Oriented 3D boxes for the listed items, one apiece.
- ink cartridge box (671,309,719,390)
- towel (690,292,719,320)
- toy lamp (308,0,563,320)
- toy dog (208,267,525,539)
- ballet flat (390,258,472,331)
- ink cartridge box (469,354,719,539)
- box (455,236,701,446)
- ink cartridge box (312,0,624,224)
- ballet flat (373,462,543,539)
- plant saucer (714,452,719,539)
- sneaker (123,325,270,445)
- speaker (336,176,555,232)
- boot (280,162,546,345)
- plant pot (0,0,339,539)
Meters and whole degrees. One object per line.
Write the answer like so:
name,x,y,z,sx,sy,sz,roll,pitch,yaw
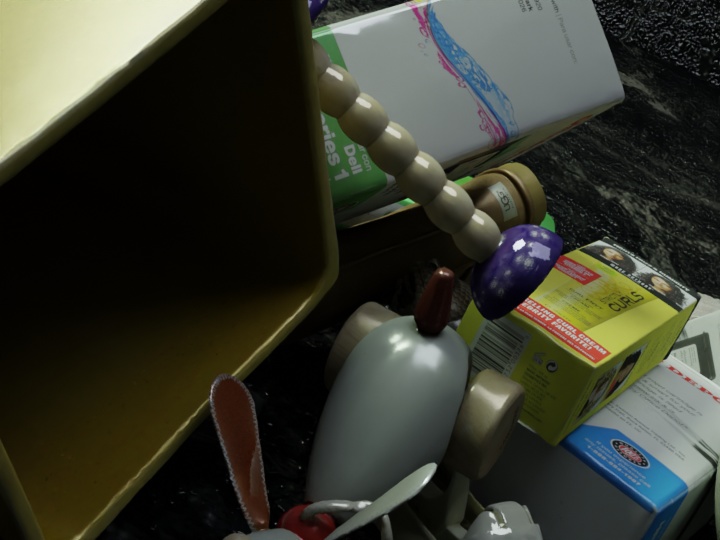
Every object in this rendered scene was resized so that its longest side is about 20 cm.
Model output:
ink cartridge box,0.249,0.077,0.894,0.115,0.199,0.068,12,66,-33
towel,0.214,0.024,1.038,0.131,0.035,0.200,17,8,13
toy lamp,0.005,-0.063,0.590,0.200,0.058,0.058,42,18,-10
toy dog,0.001,0.070,0.569,0.130,0.097,0.201,11,39,7
ballet flat,0.046,0.024,0.795,0.200,0.067,0.047,33,33,-81
ink cartridge box,0.128,0.099,0.763,0.145,0.085,0.199,36,23,25
box,0.119,0.031,0.721,0.075,0.051,0.199,34,24,21
ink cartridge box,0.018,-0.083,0.711,0.198,0.145,0.085,-21,89,-25
ballet flat,0.045,0.122,0.637,0.069,0.070,0.200,5,30,-44
plant saucer,0.234,0.133,0.729,0.050,0.203,0.199,-5,1,34
sneaker,-0.092,0.030,0.700,0.090,0.067,0.201,26,20,-22
speaker,0.042,-0.044,0.999,0.198,0.089,0.089,22,21,-12
boot,0.000,0.000,0.834,0.199,0.175,0.067,-23,78,-37
plant pot,-0.149,-0.042,0.548,0.199,0.195,0.196,28,56,27
